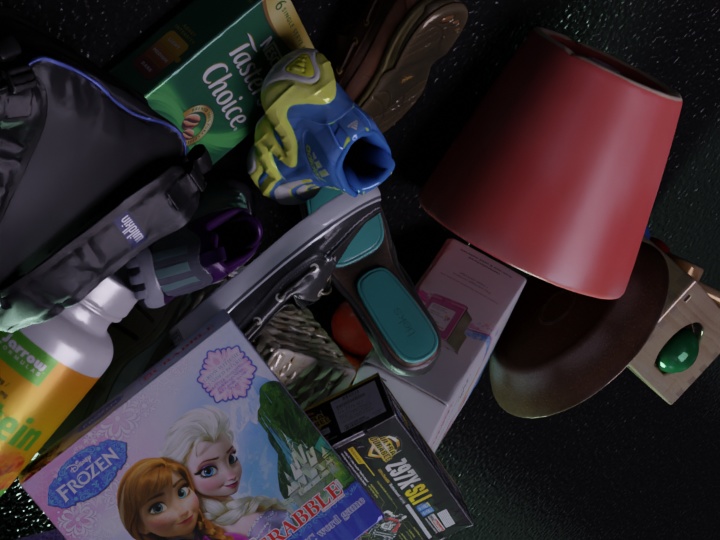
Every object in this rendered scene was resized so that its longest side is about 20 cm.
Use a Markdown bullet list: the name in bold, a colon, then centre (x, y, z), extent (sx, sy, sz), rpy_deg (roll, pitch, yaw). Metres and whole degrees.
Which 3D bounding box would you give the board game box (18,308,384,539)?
- **board game box**: centre (-0.118, 0.168, 1.623), extent (0.200, 0.041, 0.200), rpy_deg (-39, 104, -3)

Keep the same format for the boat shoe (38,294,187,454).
- **boat shoe**: centre (-0.191, 0.056, 1.688), extent (0.200, 0.075, 0.068), rpy_deg (-54, 166, 10)

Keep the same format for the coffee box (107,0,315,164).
- **coffee box**: centre (-0.125, -0.127, 1.572), extent (0.200, 0.044, 0.123), rpy_deg (-40, 149, -8)

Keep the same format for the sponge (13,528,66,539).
- **sponge**: centre (-0.228, 0.232, 1.751), extent (0.200, 0.030, 0.111), rpy_deg (-18, 159, 40)

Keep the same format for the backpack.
- **backpack**: centre (-0.235, -0.063, 1.417), extent (0.200, 0.154, 0.191), rpy_deg (32, 96, -43)

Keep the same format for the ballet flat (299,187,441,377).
- **ballet flat**: centre (0.000, 0.000, 1.752), extent (0.068, 0.200, 0.068), rpy_deg (-22, 169, -14)

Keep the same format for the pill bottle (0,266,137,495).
- **pill bottle**: centre (-0.252, 0.066, 1.579), extent (0.200, 0.111, 0.111), rpy_deg (-50, 148, 7)

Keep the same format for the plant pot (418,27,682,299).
- **plant pot**: centre (0.173, -0.098, 1.833), extent (0.200, 0.200, 0.178), rpy_deg (8, 110, -52)

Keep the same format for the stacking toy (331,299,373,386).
- **stacking toy**: centre (-0.034, 0.112, 1.920), extent (0.085, 0.085, 0.200), rpy_deg (18, 107, -55)

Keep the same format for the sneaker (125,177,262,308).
- **sneaker**: centre (-0.098, -0.024, 1.610), extent (0.200, 0.087, 0.075), rpy_deg (-50, 124, -63)

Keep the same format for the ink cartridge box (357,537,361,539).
- **ink cartridge box**: centre (-0.115, 0.251, 1.732), extent (0.199, 0.057, 0.163), rpy_deg (13, 142, -10)

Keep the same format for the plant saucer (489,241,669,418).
- **plant saucer**: centre (0.186, 0.042, 1.937), extent (0.200, 0.200, 0.037), rpy_deg (-46, 118, 1)

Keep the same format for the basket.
- **basket**: centre (-0.118, 0.108, 1.770), extent (0.200, 0.123, 0.135), rpy_deg (-53, 147, 12)

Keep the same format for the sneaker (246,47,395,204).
- **sneaker**: centre (-0.029, -0.079, 1.608), extent (0.076, 0.105, 0.200), rpy_deg (-38, 162, -14)

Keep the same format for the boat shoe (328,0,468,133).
- **boat shoe**: centre (0.012, -0.162, 1.673), extent (0.072, 0.068, 0.200), rpy_deg (-19, 156, -40)

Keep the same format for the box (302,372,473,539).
- **box**: centre (-0.015, 0.181, 1.748), extent (0.159, 0.049, 0.200), rpy_deg (-28, 141, 5)

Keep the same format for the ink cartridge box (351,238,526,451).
- **ink cartridge box**: centre (0.054, 0.090, 1.870), extent (0.200, 0.084, 0.145), rpy_deg (-52, 168, -48)

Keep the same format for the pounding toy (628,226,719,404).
- **pounding toy**: centre (0.291, 0.027, 2.078), extent (0.142, 0.200, 0.184), rpy_deg (-47, 148, 3)

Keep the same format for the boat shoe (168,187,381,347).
- **boat shoe**: centre (-0.056, 0.008, 1.667), extent (0.200, 0.057, 0.069), rpy_deg (-39, 179, -8)
